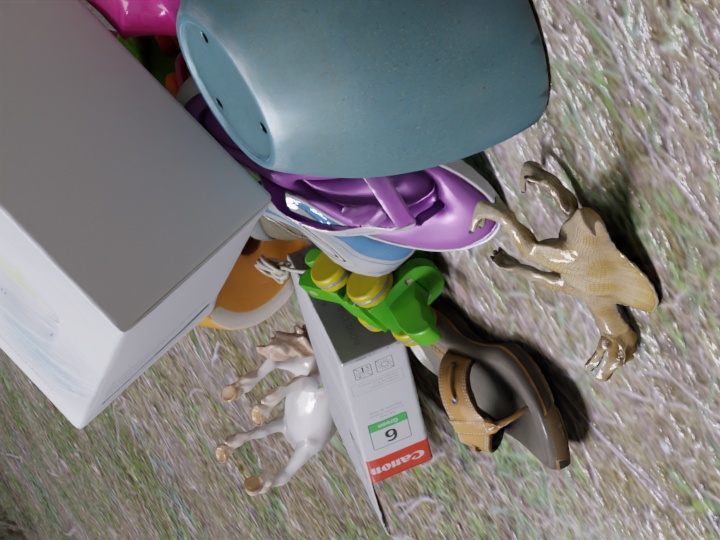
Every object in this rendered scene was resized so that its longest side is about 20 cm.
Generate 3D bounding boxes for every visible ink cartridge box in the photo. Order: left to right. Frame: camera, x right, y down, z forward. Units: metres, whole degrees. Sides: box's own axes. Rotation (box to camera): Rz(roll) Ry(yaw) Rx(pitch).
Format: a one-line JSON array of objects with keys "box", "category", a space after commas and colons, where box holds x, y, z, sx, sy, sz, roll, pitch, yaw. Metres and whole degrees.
[{"box": [0.006, 0.080, 1.871, 0.201, 0.050, 0.109, 75, 171, -49], "category": "ink cartridge box"}]

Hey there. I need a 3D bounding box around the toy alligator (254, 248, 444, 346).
[{"box": [0.000, 0.000, 1.744, 0.059, 0.054, 0.200, 41, 169, -35], "category": "toy alligator"}]

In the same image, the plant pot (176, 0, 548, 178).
[{"box": [-0.016, -0.127, 1.412, 0.200, 0.134, 0.200, 52, 164, 22], "category": "plant pot"}]

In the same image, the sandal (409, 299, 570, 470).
[{"box": [0.070, 0.075, 1.691, 0.200, 0.054, 0.082, 38, 154, 54], "category": "sandal"}]

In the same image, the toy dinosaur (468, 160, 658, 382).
[{"box": [0.113, -0.014, 1.420, 0.101, 0.058, 0.200, 34, 164, 23], "category": "toy dinosaur"}]

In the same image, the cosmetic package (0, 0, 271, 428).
[{"box": [-0.174, -0.042, 1.541, 0.199, 0.123, 0.200, 45, 157, 5], "category": "cosmetic package"}]

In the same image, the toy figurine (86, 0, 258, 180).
[{"box": [-0.103, -0.176, 1.540, 0.184, 0.149, 0.201, 64, -169, -61], "category": "toy figurine"}]

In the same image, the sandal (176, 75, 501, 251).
[{"box": [-0.016, -0.047, 1.522, 0.202, 0.050, 0.082, 23, 140, -17], "category": "sandal"}]

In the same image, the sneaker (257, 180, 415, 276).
[{"box": [-0.049, -0.064, 1.642, 0.199, 0.072, 0.073, 25, 131, -12], "category": "sneaker"}]

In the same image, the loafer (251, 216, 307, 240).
[{"box": [-0.044, -0.094, 1.717, 0.069, 0.075, 0.201, 14, 145, 20], "category": "loafer"}]

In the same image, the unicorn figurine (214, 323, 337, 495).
[{"box": [-0.044, 0.099, 1.998, 0.074, 0.137, 0.200, 52, 147, 11], "category": "unicorn figurine"}]

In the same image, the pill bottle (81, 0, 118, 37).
[{"box": [-0.166, -0.132, 1.761, 0.199, 0.110, 0.110, 15, 146, 20], "category": "pill bottle"}]

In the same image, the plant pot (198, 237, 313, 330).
[{"box": [-0.135, -0.046, 1.870, 0.183, 0.200, 0.201, 23, 146, 38], "category": "plant pot"}]
